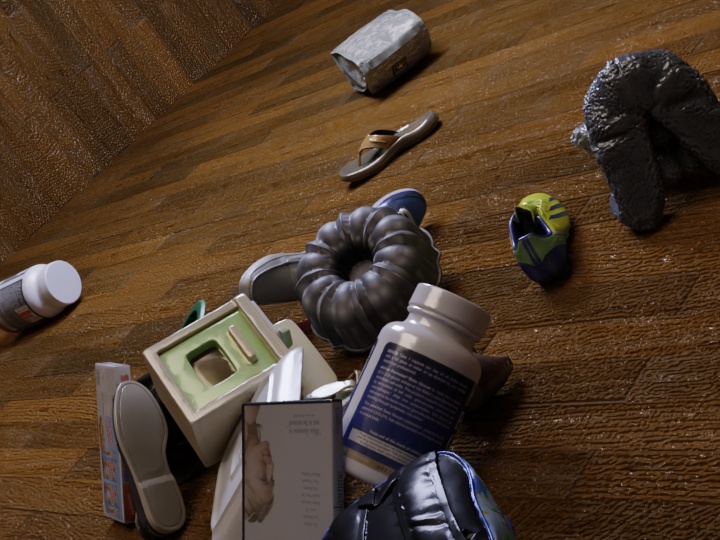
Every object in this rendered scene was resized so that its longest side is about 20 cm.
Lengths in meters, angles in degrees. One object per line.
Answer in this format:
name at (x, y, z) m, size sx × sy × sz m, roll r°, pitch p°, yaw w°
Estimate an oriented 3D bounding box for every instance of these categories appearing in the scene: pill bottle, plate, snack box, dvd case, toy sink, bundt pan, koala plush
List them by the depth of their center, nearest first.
dvd case at (-0.068, 0.228, 1.220) m, size 0.017 × 0.201 × 0.142 m, roll 5°, pitch -10°, yaw -43°
pill bottle at (0.053, 0.120, 1.234) m, size 0.111 × 0.111 × 0.201 m, roll 11°, pitch 75°, yaw 63°
plate at (-0.120, 0.205, 1.390) m, size 0.201 × 0.032 × 0.200 m, roll -60°, pitch 13°, yaw 25°
koala plush at (0.332, -0.174, 1.456) m, size 0.177 × 0.184 × 0.200 m, roll -32°, pitch 9°, yaw 10°
toy sink at (-0.143, 0.119, 1.519) m, size 0.199 × 0.112 × 0.130 m, roll -29°, pitch 54°, yaw -17°
bundt pan at (0.000, 0.000, 1.600) m, size 0.201 × 0.076 × 0.203 m, roll -16°, pitch 52°, yaw 22°
snack box at (-0.315, 0.221, 1.606) m, size 0.024 × 0.201 × 0.072 m, roll -4°, pitch 2°, yaw -33°
pill bottle at (-0.693, 0.054, 2.642) m, size 0.199 × 0.116 × 0.116 m, roll -21°, pitch 25°, yaw 35°

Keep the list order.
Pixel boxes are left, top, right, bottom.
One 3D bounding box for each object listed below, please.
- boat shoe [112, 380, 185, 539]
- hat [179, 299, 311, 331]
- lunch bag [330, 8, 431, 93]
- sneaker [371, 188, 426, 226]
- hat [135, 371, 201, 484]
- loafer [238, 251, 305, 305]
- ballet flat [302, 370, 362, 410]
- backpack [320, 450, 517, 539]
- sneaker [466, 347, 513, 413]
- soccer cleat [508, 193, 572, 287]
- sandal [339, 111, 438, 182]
boat shoe at (-0.273, 0.236, 1.532) m, size 0.072 × 0.201 × 0.063 m, roll 0°, pitch -29°, yaw -42°
hat at (-0.173, 0.142, 1.769) m, size 0.200 × 0.175 × 0.166 m, roll 134°, pitch 151°, yaw -56°
lunch bag at (0.048, -0.446, 2.532) m, size 0.164 × 0.118 × 0.200 m, roll -37°, pitch 16°, yaw -4°
sneaker at (0.050, -0.032, 1.722) m, size 0.200 × 0.081 × 0.146 m, roll -39°, pitch 31°, yaw -21°
hat at (-0.256, 0.173, 1.617) m, size 0.200 × 0.081 × 0.202 m, roll -19°, pitch 61°, yaw 36°
loafer at (-0.089, 0.008, 1.774) m, size 0.070 × 0.070 × 0.199 m, roll 12°, pitch 23°, yaw 40°
ballet flat at (-0.061, 0.179, 1.444) m, size 0.200 × 0.065 × 0.071 m, roll -35°, pitch 23°, yaw 5°
backpack at (0.052, 0.258, 0.979) m, size 0.183 × 0.147 × 0.200 m, roll -33°, pitch 25°, yaw 11°
sneaker at (0.090, 0.112, 1.374) m, size 0.075 × 0.071 × 0.200 m, roll -27°, pitch 21°, yaw -26°
soccer cleat at (0.211, -0.057, 1.489) m, size 0.064 × 0.084 × 0.200 m, roll -30°, pitch 21°, yaw 18°
sandal at (0.043, -0.224, 2.153) m, size 0.199 × 0.054 × 0.080 m, roll -34°, pitch 21°, yaw 7°
